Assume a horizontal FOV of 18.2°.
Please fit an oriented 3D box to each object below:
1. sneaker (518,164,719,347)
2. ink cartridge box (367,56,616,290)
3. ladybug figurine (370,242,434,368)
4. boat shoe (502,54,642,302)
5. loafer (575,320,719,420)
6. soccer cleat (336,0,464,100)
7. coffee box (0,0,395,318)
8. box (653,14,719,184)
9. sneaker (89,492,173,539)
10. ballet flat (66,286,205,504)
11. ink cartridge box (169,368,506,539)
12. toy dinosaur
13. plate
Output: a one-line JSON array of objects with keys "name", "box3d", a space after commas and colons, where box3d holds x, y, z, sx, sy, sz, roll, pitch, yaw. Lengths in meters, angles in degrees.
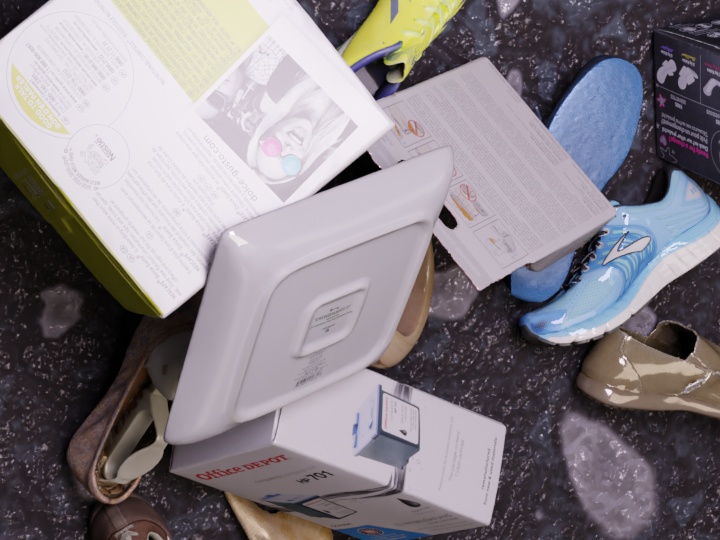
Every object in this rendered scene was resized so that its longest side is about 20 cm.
[{"name": "sneaker", "box3d": [0.198, -0.011, 1.799, 0.200, 0.078, 0.090, -37, 99, -18]}, {"name": "ink cartridge box", "box3d": [0.078, -0.063, 1.626, 0.161, 0.050, 0.200, 51, 40, 9]}, {"name": "ladybug figurine", "box3d": [0.000, 0.000, 1.646, 0.200, 0.072, 0.136, 47, 52, -68]}, {"name": "boat shoe", "box3d": [0.150, -0.078, 1.749, 0.084, 0.069, 0.200, 27, 95, -17]}, {"name": "loafer", "box3d": [0.273, 0.080, 1.847, 0.199, 0.076, 0.068, 2, 109, -28]}, {"name": "soccer cleat", "box3d": [0.032, -0.171, 1.648, 0.200, 0.084, 0.065, -50, 119, -8]}, {"name": "coffee box", "box3d": [-0.132, -0.106, 1.480, 0.198, 0.200, 0.200, -40, 98, -10]}, {"name": "box", "box3d": [0.351, -0.145, 1.795, 0.200, 0.132, 0.115, -14, 113, -24]}, {"name": "sneaker", "box3d": [-0.141, 0.258, 1.674, 0.070, 0.076, 0.200, -33, 114, -4]}, {"name": "ballet flat", "box3d": [-0.141, 0.088, 1.600, 0.068, 0.067, 0.200, 14, 120, -34]}, {"name": "ink cartridge box", "box3d": [-0.017, 0.130, 1.659, 0.200, 0.146, 0.086, 22, 66, -30]}, {"name": "toy dinosaur", "box3d": [-0.066, 0.221, 1.732, 0.200, 0.058, 0.101, 40, 67, -20]}, {"name": "plate", "box3d": [-0.027, 0.024, 1.475, 0.199, 0.032, 0.200, -23, 147, -38]}]
